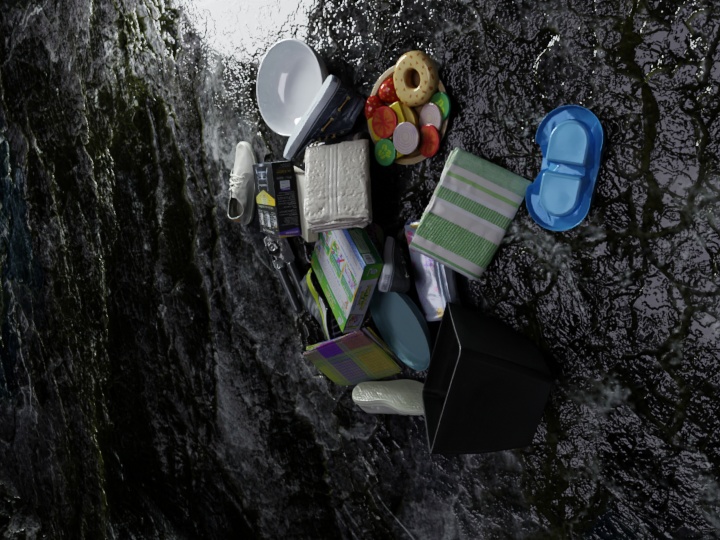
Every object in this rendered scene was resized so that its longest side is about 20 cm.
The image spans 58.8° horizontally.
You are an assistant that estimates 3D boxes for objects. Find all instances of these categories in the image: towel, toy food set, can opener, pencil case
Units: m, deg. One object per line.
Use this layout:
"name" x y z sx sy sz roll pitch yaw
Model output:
"towel" -0.043 -0.165 1.234 0.131 0.035 0.202 -6 61 10
"towel" 0.192 -0.100 1.146 0.151 0.023 0.202 27 99 8
"toy food set" 0.088 -0.302 1.235 0.199 0.048 0.200 -23 83 39
"can opener" -0.168 0.002 1.506 0.053 0.067 0.202 -23 88 -1
"pencil case" 0.143 -0.004 1.222 0.090 0.082 0.203 -3 98 64
"towel" -0.014 0.191 1.381 0.199 0.023 0.144 -24 120 39

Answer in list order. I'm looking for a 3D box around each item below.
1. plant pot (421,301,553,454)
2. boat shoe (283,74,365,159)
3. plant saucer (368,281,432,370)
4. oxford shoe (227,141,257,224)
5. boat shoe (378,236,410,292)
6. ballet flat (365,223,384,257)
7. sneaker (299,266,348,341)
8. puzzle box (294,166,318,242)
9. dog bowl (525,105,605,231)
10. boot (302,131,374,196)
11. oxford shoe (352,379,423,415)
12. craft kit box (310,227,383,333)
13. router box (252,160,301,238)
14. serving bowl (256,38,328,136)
"plant pot" 0.219 0.197 1.116 0.175 0.200 0.202 12 109 -4
"boat shoe" -0.075 -0.291 1.306 0.201 0.090 0.071 -50 24 27
"plant saucer" 0.083 0.107 1.278 0.200 0.027 0.201 48 155 31
"oxford shoe" -0.290 -0.210 1.553 0.075 0.057 0.203 16 106 38
"boat shoe" 0.068 -0.008 1.239 0.056 0.200 0.069 12 114 -1
"ballet flat" 0.000 0.000 1.347 0.069 0.071 0.202 29 115 35
"sneaker" -0.080 0.091 1.440 0.081 0.073 0.202 -30 76 52
"puzzle box" -0.133 -0.151 1.385 0.200 0.025 0.135 -139 44 -62
"dog bowl" 0.342 -0.167 1.054 0.111 0.049 0.202 17 108 35
"boot" -0.050 -0.193 1.351 0.149 0.073 0.203 11 102 36
"oxford shoe" 0.077 0.271 1.338 0.198 0.076 0.058 -3 135 31
"craft kit box" -0.034 -0.014 1.276 0.201 0.048 0.199 63 146 35
"router box" -0.188 -0.161 1.418 0.200 0.052 0.159 -158 61 -68
"serving bowl" -0.136 -0.395 1.389 0.198 0.065 0.203 9 104 37
